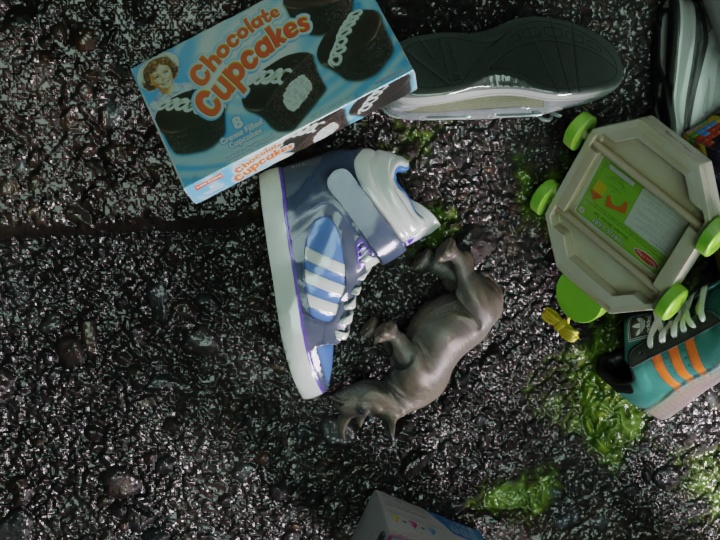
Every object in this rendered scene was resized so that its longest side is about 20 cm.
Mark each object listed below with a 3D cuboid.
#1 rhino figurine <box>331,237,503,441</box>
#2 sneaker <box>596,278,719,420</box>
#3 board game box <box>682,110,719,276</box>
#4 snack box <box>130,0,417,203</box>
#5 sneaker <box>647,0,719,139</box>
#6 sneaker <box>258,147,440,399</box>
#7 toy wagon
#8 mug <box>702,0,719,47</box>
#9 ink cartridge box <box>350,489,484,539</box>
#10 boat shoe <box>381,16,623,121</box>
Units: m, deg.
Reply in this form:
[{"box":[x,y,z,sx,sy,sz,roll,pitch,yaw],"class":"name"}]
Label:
[{"box":[0.045,0.071,1.116,0.087,0.060,0.201,35,100,-18],"class":"rhino figurine"},{"box":[0.267,0.057,1.097,0.079,0.072,0.201,24,141,-4],"class":"sneaker"},{"box":[0.370,-0.065,1.091,0.164,0.057,0.201,-32,123,-10],"class":"board game box"},{"box":[-0.068,-0.150,1.018,0.198,0.037,0.117,-28,70,0],"class":"snack box"},{"box":[0.302,-0.125,1.092,0.114,0.076,0.204,2,103,-7],"class":"sneaker"},{"box":[0.000,0.000,1.077,0.144,0.081,0.203,-9,101,-2],"class":"sneaker"},{"box":[0.211,-0.028,1.079,0.039,0.155,0.201,-20,144,-45],"class":"toy wagon"},{"box":[0.322,-0.227,0.987,0.148,0.186,0.155,-12,80,20],"class":"mug"},{"box":[0.063,0.274,1.100,0.114,0.200,0.069,23,101,-14],"class":"ink cartridge box"},{"box":[0.115,-0.157,1.066,0.199,0.065,0.075,-8,69,-10],"class":"boat shoe"}]
